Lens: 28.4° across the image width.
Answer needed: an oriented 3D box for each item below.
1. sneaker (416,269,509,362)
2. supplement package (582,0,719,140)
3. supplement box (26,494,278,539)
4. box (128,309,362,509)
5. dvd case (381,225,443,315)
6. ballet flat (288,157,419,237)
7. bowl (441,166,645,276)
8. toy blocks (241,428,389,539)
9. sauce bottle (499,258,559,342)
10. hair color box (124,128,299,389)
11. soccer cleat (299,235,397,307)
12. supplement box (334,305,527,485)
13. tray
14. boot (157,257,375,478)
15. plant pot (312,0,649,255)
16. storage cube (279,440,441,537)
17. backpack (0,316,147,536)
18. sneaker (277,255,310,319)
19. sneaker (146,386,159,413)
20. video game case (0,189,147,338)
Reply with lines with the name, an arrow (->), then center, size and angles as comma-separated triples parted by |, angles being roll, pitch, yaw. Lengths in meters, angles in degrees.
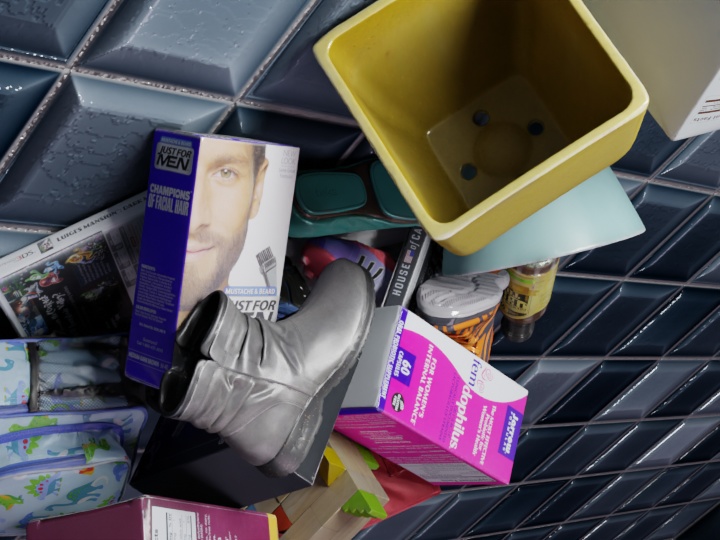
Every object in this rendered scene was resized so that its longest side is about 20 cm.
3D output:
sneaker -> 0.101, 0.063, 1.403 | 0.200, 0.077, 0.113 | -21, 122, -67
supplement package -> 0.296, -0.250, 1.143 | 0.146, 0.192, 0.201 | -14, 149, -29
supplement box -> -0.171, 0.261, 1.217 | 0.130, 0.104, 0.200 | -15, 160, 27
box -> -0.104, 0.133, 1.268 | 0.079, 0.142, 0.199 | 36, 143, -24
dvd case -> 0.071, 0.017, 1.442 | 0.200, 0.025, 0.151 | 56, 51, -66
ballet flat -> -0.006, -0.065, 1.303 | 0.199, 0.068, 0.070 | -5, 168, -41
bowl -> 0.165, -0.067, 1.364 | 0.199, 0.106, 0.201 | -12, -177, 1
toy blocks -> -0.067, 0.201, 1.339 | 0.137, 0.200, 0.100 | -46, 140, 13
sauce bottle -> 0.189, 0.020, 1.631 | 0.064, 0.065, 0.201 | -24, 151, -13
hair color box -> -0.119, -0.008, 1.146 | 0.109, 0.064, 0.202 | 1, 98, -46
soccer cleat -> 0.000, 0.000, 1.370 | 0.077, 0.066, 0.200 | -56, 151, -10
supplement box -> 0.055, 0.123, 1.344 | 0.103, 0.102, 0.200 | -7, 150, 43
tray -> -0.014, -0.006, 1.425 | 0.199, 0.022, 0.108 | -14, 149, -31
boot -> -0.070, 0.050, 1.122 | 0.069, 0.201, 0.131 | -10, 140, 47
plant pot -> 0.106, -0.126, 1.172 | 0.195, 0.195, 0.200 | -32, 162, 2
storage cube -> -0.040, 0.188, 1.497 | 0.178, 0.172, 0.200 | -23, 177, -8
backpack -> -0.289, 0.140, 1.216 | 0.198, 0.148, 0.183 | 2, 147, -18
sneaker -> -0.114, 0.023, 1.286 | 0.078, 0.076, 0.199 | -41, 149, 27
sneaker -> -0.123, 0.105, 1.444 | 0.199, 0.072, 0.083 | -22, 155, -17
video game case -> -0.218, 0.012, 1.244 | 0.181, 0.023, 0.200 | -26, 154, -11
